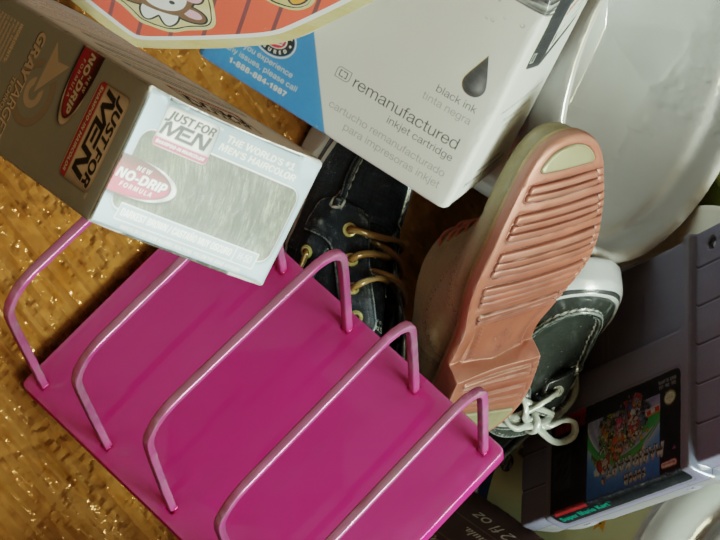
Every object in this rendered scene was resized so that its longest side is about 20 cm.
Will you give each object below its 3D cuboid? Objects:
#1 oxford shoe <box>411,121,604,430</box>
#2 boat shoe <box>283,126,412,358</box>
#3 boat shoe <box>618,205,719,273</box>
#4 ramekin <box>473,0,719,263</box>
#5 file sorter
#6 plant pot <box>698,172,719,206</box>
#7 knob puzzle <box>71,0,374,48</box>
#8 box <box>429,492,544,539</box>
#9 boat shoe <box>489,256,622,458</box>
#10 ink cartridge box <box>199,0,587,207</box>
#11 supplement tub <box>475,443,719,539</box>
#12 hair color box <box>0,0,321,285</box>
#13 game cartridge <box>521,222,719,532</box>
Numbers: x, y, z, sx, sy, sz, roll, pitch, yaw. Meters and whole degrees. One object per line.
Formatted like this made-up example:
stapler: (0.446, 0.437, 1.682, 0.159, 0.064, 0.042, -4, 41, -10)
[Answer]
oxford shoe: (0.060, -0.004, 1.122, 0.070, 0.074, 0.201, -10, 139, -32)
boat shoe: (0.000, 0.000, 1.177, 0.071, 0.091, 0.201, 19, 99, -44)
boat shoe: (0.187, 0.016, 1.272, 0.068, 0.200, 0.073, 16, 70, -22)
ramekin: (0.120, -0.114, 1.187, 0.200, 0.105, 0.201, -31, 133, -41)
file sorter: (-0.051, 0.053, 1.060, 0.139, 0.200, 0.126, -45, 163, -13)
plant pot: (0.275, 0.008, 1.362, 0.199, 0.200, 0.194, -19, 134, -32)
knob puzzle: (-0.084, -0.148, 0.976, 0.220, 0.218, 0.031, 49, 46, -43)
box: (0.010, 0.236, 1.256, 0.199, 0.166, 0.165, -12, 119, -36)
boat shoe: (0.084, 0.061, 1.223, 0.073, 0.069, 0.199, 7, 150, -27)
ink cartridge box: (0.035, -0.155, 1.041, 0.084, 0.145, 0.201, -39, 159, -59)
supplement tub: (0.172, 0.150, 1.324, 0.144, 0.200, 0.146, -19, 123, -32)
hair color box: (-0.117, -0.070, 0.963, 0.099, 0.200, 0.061, 21, 98, -44)
game cartridge: (0.147, 0.062, 1.211, 0.038, 0.200, 0.131, 17, 65, -23)
